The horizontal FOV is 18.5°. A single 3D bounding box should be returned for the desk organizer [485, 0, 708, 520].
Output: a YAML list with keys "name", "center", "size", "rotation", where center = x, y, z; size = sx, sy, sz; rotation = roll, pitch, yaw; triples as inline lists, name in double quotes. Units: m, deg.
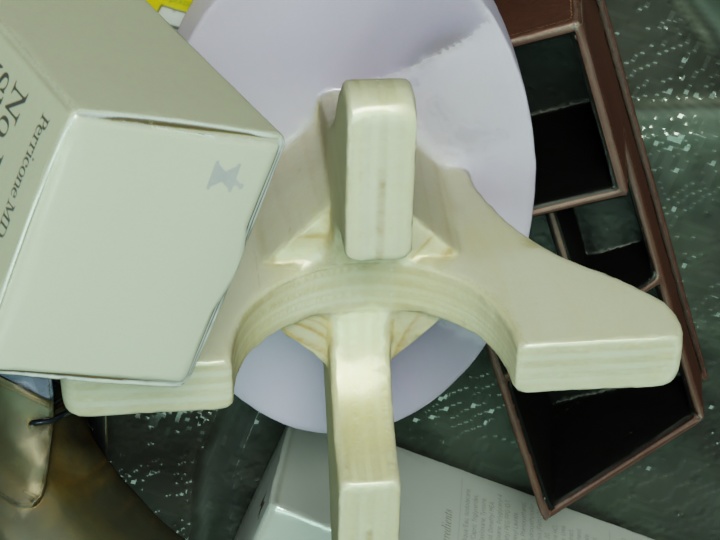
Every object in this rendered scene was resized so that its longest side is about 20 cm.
- name: "desk organizer"
  center: [0.073, -0.013, 0.810]
  size: [0.071, 0.077, 0.201]
  rotation: [-13, 119, 12]

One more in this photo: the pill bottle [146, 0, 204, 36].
- name: "pill bottle"
  center: [-0.075, -0.108, 0.745]
  size: [0.109, 0.109, 0.200]
  rotation: [26, 120, -11]

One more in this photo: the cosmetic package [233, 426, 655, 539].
- name: "cosmetic package"
  center: [0.043, 0.144, 0.910]
  size: [0.199, 0.074, 0.102]
  rotation: [22, 120, -6]

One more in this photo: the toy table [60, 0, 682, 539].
- name: "toy table"
  center: [0.000, 0.000, 0.695]
  size: [0.183, 0.117, 0.201]
  rotation: [-12, 127, 2]

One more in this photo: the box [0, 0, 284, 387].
- name: "box"
  center: [-0.107, -0.054, 0.635]
  size: [0.068, 0.200, 0.082]
  rotation: [6, 115, -38]

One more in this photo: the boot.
- name: "boot"
  center: [-0.121, 0.065, 0.853]
  size: [0.199, 0.075, 0.097]
  rotation: [28, 113, 12]
